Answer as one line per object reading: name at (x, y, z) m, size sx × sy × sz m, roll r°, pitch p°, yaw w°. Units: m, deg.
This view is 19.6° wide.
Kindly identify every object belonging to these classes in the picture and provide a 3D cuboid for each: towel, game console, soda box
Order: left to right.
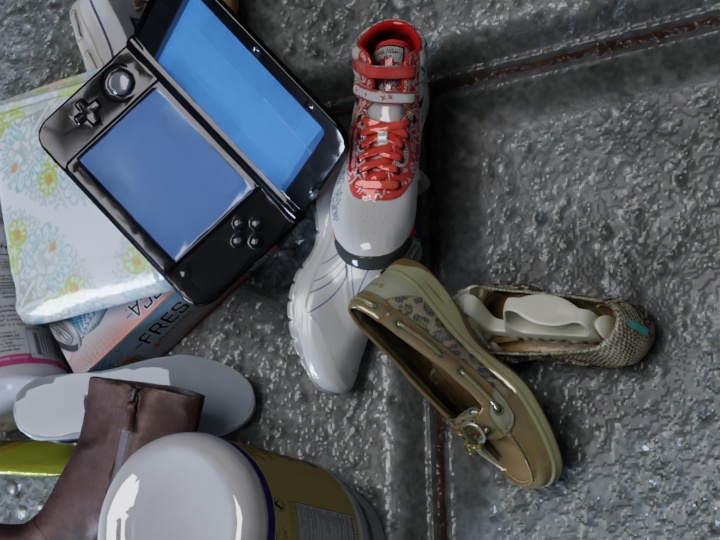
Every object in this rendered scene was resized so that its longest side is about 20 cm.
towel at (-0.286, 0.163, 1.771) m, size 0.200 × 0.086 × 0.018 m, roll -2°, pitch 100°, yaw 32°
towel at (-0.224, -0.067, 1.724) m, size 0.171 × 0.048 × 0.200 m, roll -15°, pitch 81°, yaw 34°
soda box at (-0.165, 0.012, 1.744) m, size 0.200 × 0.064 × 0.068 m, roll -42°, pitch 59°, yaw 16°
game console at (-0.133, -0.102, 1.603) m, size 0.176 × 0.116 × 0.200 m, roll -43°, pitch 82°, yaw -4°

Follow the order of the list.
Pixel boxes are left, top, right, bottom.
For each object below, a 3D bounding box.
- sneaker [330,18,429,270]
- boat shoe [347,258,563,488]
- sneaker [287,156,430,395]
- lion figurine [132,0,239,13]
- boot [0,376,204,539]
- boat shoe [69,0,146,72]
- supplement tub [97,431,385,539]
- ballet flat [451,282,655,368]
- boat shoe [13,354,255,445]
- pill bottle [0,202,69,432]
sneaker at (0.014, -0.103, 1.585) m, size 0.067 × 0.108 × 0.201 m, roll 4°, pitch 46°, yaw 9°
boat shoe at (0.069, 0.086, 1.527) m, size 0.200 × 0.063 × 0.073 m, roll 51°, pitch 148°, yaw 4°
sneaker at (0.000, 0.000, 1.637) m, size 0.087 × 0.074 × 0.200 m, roll 5°, pitch 80°, yaw 29°
lion figurine at (-0.128, -0.202, 1.772) m, size 0.122 × 0.072 × 0.200 m, roll -10°, pitch 60°, yaw -5°
boot at (-0.216, 0.166, 1.659) m, size 0.200 × 0.072 × 0.167 m, roll 4°, pitch 93°, yaw 18°
boat shoe at (-0.208, -0.172, 1.820) m, size 0.066 × 0.072 × 0.200 m, roll -41°, pitch 61°, yaw 30°
supplement tub at (-0.083, 0.205, 1.554) m, size 0.145 × 0.200 × 0.146 m, roll -9°, pitch 73°, yaw 30°
ballet flat at (0.118, 0.037, 1.546) m, size 0.200 × 0.075 × 0.068 m, roll 1°, pitch 72°, yaw 33°
boat shoe at (-0.182, 0.117, 1.720) m, size 0.199 × 0.068 × 0.074 m, roll -9°, pitch 74°, yaw 4°
pill bottle at (-0.327, 0.031, 1.813) m, size 0.113 × 0.113 × 0.200 m, roll -29°, pitch 62°, yaw 23°
